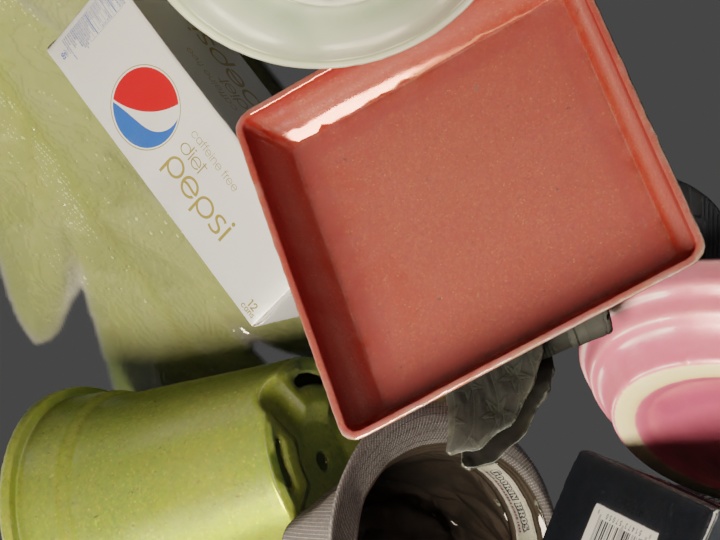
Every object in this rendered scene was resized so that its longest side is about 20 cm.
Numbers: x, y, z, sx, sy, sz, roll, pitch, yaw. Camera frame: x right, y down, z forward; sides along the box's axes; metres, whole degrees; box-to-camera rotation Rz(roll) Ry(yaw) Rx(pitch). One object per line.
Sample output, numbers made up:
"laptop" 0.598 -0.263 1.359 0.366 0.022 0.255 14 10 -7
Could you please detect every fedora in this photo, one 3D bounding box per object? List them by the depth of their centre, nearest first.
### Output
"fedora" 0.024 0.165 1.352 0.090 0.200 0.177 -7 86 46

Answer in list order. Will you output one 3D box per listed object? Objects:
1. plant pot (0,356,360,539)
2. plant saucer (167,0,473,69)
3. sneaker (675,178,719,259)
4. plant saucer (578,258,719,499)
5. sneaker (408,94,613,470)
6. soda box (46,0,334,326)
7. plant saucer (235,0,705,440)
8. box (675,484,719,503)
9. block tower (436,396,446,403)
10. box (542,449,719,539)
"plant pot" -0.087 0.142 1.456 0.184 0.201 0.201 -21 114 31
"plant saucer" -0.016 -0.184 1.131 0.200 0.050 0.201 -2 117 -4
"sneaker" 0.107 -0.015 1.278 0.199 0.070 0.082 7 157 24
"plant saucer" 0.210 0.069 1.234 0.200 0.051 0.201 12 149 7
"sneaker" 0.058 -0.006 1.209 0.060 0.104 0.200 57 -172 -66
"soda box" -0.079 -0.068 1.276 0.064 0.068 0.200 -44 74 26
"plant saucer" 0.054 -0.038 1.171 0.200 0.200 0.037 -29 150 15
"box" 0.214 0.219 1.414 0.160 0.044 0.200 -17 116 41
"block tower" 0.000 0.000 1.355 0.200 0.054 0.058 43 136 -8
"box" 0.208 0.188 1.242 0.200 0.107 0.148 23 179 -23
